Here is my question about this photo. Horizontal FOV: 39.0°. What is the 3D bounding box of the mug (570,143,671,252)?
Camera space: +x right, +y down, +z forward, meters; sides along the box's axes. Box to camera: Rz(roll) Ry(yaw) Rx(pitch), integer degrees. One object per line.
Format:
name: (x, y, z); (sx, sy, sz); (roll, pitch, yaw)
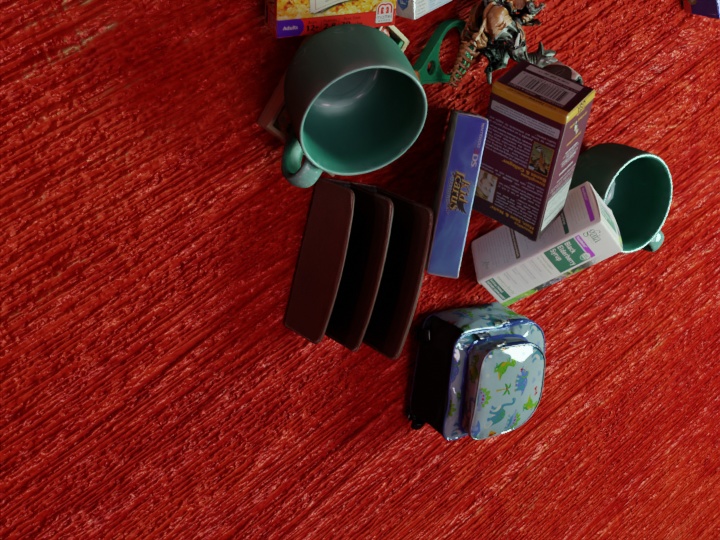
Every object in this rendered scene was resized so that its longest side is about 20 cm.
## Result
mug: (0.387, -0.103, 1.567); (0.151, 0.114, 0.187); (-22, 120, -25)

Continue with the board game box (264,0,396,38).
board game box: (-0.030, -0.368, 1.127); (0.150, 0.046, 0.202); (-12, 128, -20)

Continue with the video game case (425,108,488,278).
video game case: (0.123, -0.106, 1.328); (0.045, 0.181, 0.203); (10, 101, 0)

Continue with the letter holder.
letter holder: (0.000, 0.000, 1.288); (0.100, 0.142, 0.203); (5, 104, -40)

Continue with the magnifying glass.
magnifying glass: (0.083, -0.260, 1.318); (0.200, 0.022, 0.080); (-42, 135, -32)

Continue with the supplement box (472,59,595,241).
supplement box: (0.222, -0.156, 1.334); (0.086, 0.110, 0.202); (-41, 149, -39)

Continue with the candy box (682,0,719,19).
candy box: (0.591, -0.523, 1.609); (0.199, 0.077, 0.170); (-36, 126, -24)

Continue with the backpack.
backpack: (0.188, 0.150, 1.495); (0.198, 0.146, 0.185); (-13, 117, -38)

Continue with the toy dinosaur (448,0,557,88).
toy dinosaur: (0.180, -0.320, 1.339); (0.199, 0.102, 0.136); (-37, 131, 3)

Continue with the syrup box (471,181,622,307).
syrup box: (0.266, -0.036, 1.459); (0.199, 0.082, 0.079); (-27, 135, 24)

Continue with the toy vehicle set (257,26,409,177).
toy vehicle set: (-0.031, -0.233, 1.250); (0.124, 0.026, 0.202); (32, 86, -42)

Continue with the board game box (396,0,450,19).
board game box: (0.109, -0.436, 1.236); (0.199, 0.041, 0.202); (-35, 135, -38)

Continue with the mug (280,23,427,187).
mug: (-0.026, -0.198, 1.165); (0.183, 0.115, 0.153); (-22, 140, 0)

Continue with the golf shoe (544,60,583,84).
golf shoe: (0.242, -0.206, 1.438); (0.077, 0.094, 0.202); (24, 93, -43)
